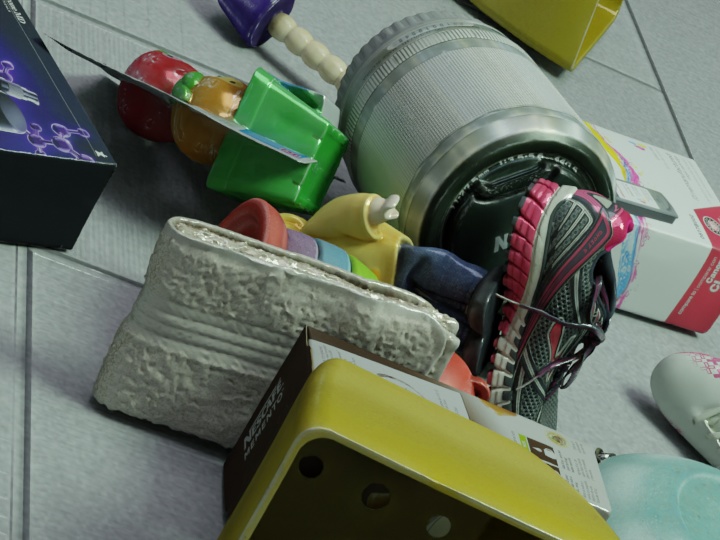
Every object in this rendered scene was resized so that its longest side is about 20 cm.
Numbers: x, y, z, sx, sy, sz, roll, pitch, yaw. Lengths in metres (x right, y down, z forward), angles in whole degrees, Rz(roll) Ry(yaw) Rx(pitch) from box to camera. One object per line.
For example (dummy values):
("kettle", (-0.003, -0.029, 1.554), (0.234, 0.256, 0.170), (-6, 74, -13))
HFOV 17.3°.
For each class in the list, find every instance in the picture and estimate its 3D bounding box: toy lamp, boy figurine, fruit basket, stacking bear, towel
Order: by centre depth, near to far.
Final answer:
("towel", (-0.049, 0.054, 1.414), (0.199, 0.133, 0.035), (18, 25, -20))
("stacking bear", (-0.013, 0.051, 1.500), (0.199, 0.121, 0.114), (33, 31, -19))
("boy figurine", (0.000, 0.000, 1.580), (0.199, 0.125, 0.064), (18, 34, 13))
("fruit basket", (-0.108, -0.115, 1.637), (0.199, 0.094, 0.185), (31, 1, 9))
("toy lamp", (-0.033, -0.167, 1.881), (0.200, 0.058, 0.058), (43, 29, 14))

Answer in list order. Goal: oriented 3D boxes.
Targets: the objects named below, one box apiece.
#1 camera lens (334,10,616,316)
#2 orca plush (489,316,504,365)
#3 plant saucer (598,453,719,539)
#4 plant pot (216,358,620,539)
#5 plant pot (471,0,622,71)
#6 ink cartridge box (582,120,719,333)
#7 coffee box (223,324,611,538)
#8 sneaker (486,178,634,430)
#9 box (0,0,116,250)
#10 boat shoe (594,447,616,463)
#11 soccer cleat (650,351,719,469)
("camera lens", (0.079, -0.076, 1.677), (0.159, 0.161, 0.200), (15, 26, -30))
("orca plush", (0.103, 0.016, 1.746), (0.105, 0.071, 0.200), (-25, 38, -5))
("plant saucer", (0.231, 0.179, 1.480), (0.200, 0.039, 0.202), (25, 32, -17))
("plant pot", (0.012, 0.161, 1.261), (0.199, 0.201, 0.177), (25, 20, -13))
("plant pot", (0.175, -0.336, 2.219), (0.175, 0.201, 0.200), (25, 26, 9))
("ink cartridge box", (0.195, -0.044, 1.886), (0.199, 0.086, 0.148), (17, 31, -29))
("coffee box", (0.032, 0.129, 1.400), (0.199, 0.115, 0.080), (24, 24, -17))
("sneaker", (0.129, 0.042, 1.562), (0.074, 0.201, 0.081), (14, 27, 15))
("box", (-0.265, -0.111, 1.527), (0.140, 0.079, 0.200), (9, 36, -42))
("boat shoe", (0.161, 0.150, 1.554), (0.199, 0.066, 0.070), (28, 28, -10))
("soccer cleat", (0.291, 0.134, 1.712), (0.199, 0.070, 0.086), (37, 28, 8))
